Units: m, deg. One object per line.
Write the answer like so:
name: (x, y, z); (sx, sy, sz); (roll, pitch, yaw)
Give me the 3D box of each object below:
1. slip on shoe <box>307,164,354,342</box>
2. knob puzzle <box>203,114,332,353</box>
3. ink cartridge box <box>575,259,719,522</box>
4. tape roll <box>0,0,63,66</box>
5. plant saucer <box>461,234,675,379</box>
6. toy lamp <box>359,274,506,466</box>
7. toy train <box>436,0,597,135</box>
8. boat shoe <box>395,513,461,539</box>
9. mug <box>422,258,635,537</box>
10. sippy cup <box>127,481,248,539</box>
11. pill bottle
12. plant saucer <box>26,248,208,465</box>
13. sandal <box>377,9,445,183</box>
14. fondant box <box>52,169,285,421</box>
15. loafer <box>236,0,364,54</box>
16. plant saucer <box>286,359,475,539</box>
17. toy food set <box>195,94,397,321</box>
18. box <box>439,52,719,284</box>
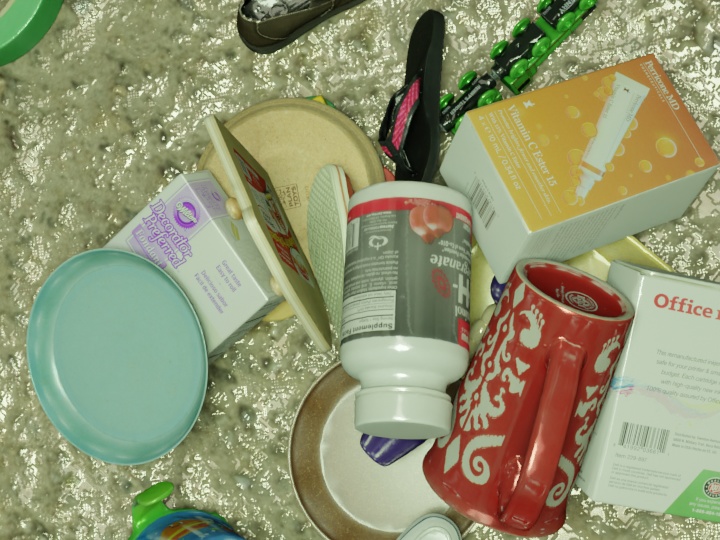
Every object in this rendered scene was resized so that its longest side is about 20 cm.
slip on shoe: (0.000, 0.000, 1.245); (0.061, 0.074, 0.202); (-12, 80, -32)
knob puzzle: (-0.077, -0.017, 1.182); (0.030, 0.220, 0.222); (-26, 83, 4)
ink cartridge box: (0.275, 0.104, 1.194); (0.143, 0.088, 0.203); (11, 97, -11)
tape roll: (-0.396, -0.305, 1.377); (0.198, 0.048, 0.203); (-1, 86, 9)
plant saucer: (0.157, 0.023, 1.269); (0.200, 0.048, 0.201); (40, 92, 9)
toy lamp: (0.076, 0.093, 1.226); (0.058, 0.058, 0.200); (44, 99, 9)
toy train: (0.150, -0.198, 1.281); (0.200, 0.056, 0.042); (-44, 66, 4)
boat shoe: (0.038, 0.308, 1.200); (0.073, 0.067, 0.202); (25, 75, 1)
mug: (0.155, 0.113, 1.138); (0.132, 0.178, 0.202); (7, 113, -30)
sippy cup: (-0.142, 0.285, 1.229); (0.177, 0.130, 0.141); (30, 72, -19)
pill bottle: (0.039, 0.036, 1.154); (0.109, 0.111, 0.203); (0, 74, 9)
plant saucer: (-0.222, 0.078, 1.266); (0.198, 0.027, 0.203); (4, 100, 23)
sandal: (0.043, -0.151, 1.276); (0.045, 0.075, 0.203); (12, 73, -24)
fondant box: (-0.181, 0.024, 1.286); (0.200, 0.058, 0.145); (-40, 81, 22)
loafer: (-0.036, -0.281, 1.307); (0.199, 0.071, 0.073); (-39, 82, 4)
plant saucer: (0.031, 0.172, 1.283); (0.198, 0.037, 0.203); (-1, 87, 9)
toy food set: (-0.065, -0.066, 1.309); (0.196, 0.049, 0.202); (-28, 82, 5)
box: (0.190, -0.091, 1.198); (0.198, 0.098, 0.125); (-20, 69, -20)
